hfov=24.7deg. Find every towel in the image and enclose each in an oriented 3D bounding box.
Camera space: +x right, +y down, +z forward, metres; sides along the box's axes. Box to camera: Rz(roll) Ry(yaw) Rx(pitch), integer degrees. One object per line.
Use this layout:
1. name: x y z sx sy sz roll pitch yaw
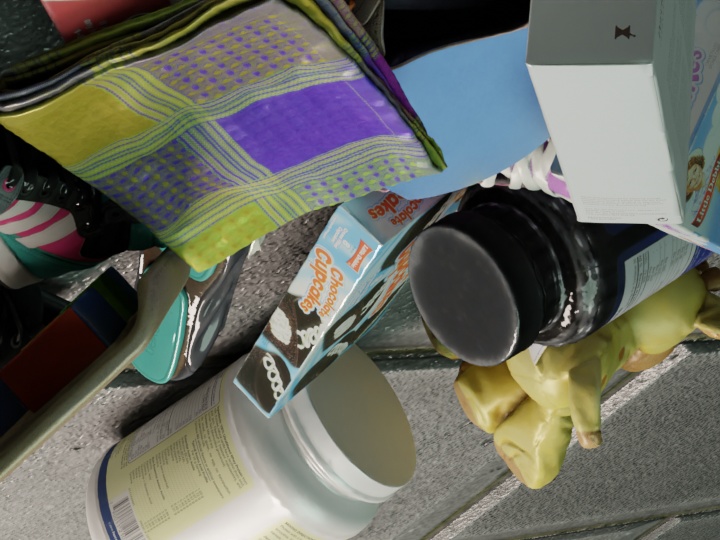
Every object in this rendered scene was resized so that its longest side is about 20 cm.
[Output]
1. towel: -0.054 -0.058 0.693 0.143 0.023 0.200 -20 155 12

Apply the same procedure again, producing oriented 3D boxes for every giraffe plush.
1. giraffe plush: 0.158 0.031 1.111 0.162 0.173 0.200 -26 175 -22

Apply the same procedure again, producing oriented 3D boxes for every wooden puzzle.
1. wooden puzzle: -0.162 0.064 0.785 0.200 0.046 0.185 -47 -174 4

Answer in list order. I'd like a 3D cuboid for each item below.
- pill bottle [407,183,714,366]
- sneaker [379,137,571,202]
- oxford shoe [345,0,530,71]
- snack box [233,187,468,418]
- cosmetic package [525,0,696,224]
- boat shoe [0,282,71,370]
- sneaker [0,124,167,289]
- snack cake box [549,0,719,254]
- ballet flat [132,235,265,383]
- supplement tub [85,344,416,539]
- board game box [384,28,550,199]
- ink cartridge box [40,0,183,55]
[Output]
1. pill bottle: 0.126 -0.025 0.953 0.199 0.112 0.112 -28 162 -35
2. sneaker: 0.072 -0.069 0.863 0.199 0.114 0.073 -20 137 -14
3. oxford shoe: -0.019 -0.122 0.705 0.199 0.073 0.072 -9 129 -5
4. snack box: 0.000 0.000 0.990 0.116 0.037 0.200 -40 169 -38
5. cosmetic package: 0.108 -0.139 0.668 0.051 0.201 0.151 2 160 14
6. boat shoe: -0.196 0.025 0.878 0.066 0.075 0.199 -19 159 7
7. sneaker: -0.137 -0.052 0.764 0.120 0.084 0.200 -18 163 1
8. snack cake box: 0.182 -0.116 0.807 0.115 0.067 0.201 18 96 -56
9. ballet flat: -0.089 -0.014 0.920 0.073 0.073 0.200 -11 147 -24
10. supplement tub: -0.075 0.142 1.139 0.200 0.146 0.145 -34 153 23
11. board game box: 0.021 -0.123 0.790 0.199 0.039 0.158 25 120 -28
12. ink cartridge box: -0.038 -0.168 0.620 0.199 0.083 0.147 -22 156 -1
